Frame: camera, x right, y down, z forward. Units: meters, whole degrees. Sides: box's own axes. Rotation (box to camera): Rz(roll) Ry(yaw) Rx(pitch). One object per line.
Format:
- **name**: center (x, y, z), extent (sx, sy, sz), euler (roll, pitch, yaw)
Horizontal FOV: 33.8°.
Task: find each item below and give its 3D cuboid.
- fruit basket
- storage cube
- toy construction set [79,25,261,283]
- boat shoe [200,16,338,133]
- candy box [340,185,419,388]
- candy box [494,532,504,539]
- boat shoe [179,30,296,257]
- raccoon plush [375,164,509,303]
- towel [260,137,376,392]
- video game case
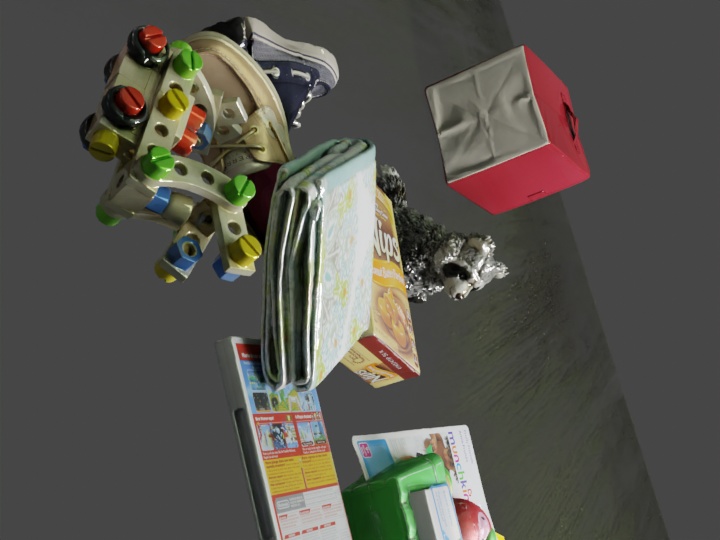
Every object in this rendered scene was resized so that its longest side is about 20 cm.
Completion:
- **fruit basket**: center (0.075, 0.230, 1.053), extent (0.199, 0.093, 0.186), euler (4, 68, -50)
- **storage cube**: center (0.223, -0.209, 1.809), extent (0.180, 0.199, 0.172), euler (24, 51, -59)
- **toy construction set**: center (-0.121, -0.087, 0.803), extent (0.131, 0.092, 0.201), euler (32, 30, -23)
- **boat shoe**: center (-0.076, -0.158, 1.072), extent (0.200, 0.074, 0.093), euler (6, 74, -63)
- **candy box**: center (0.000, 0.000, 1.152), extent (0.115, 0.055, 0.201), euler (44, 33, -56)
- **candy box**: center (0.127, 0.322, 1.275), extent (0.200, 0.026, 0.103), euler (41, 32, -59)
- **boat shoe**: center (-0.089, -0.093, 0.942), extent (0.069, 0.073, 0.201), euler (-91, 158, -57)
- **raccoon plush**: center (0.083, -0.053, 1.320), extent (0.097, 0.133, 0.201), euler (31, 44, -63)
- **towel**: center (-0.030, -0.011, 0.949), extent (0.200, 0.048, 0.172), euler (-42, 138, -69)
- **video game case**: center (-0.053, 0.152, 0.910), extent (0.143, 0.017, 0.201), euler (16, 58, -69)
